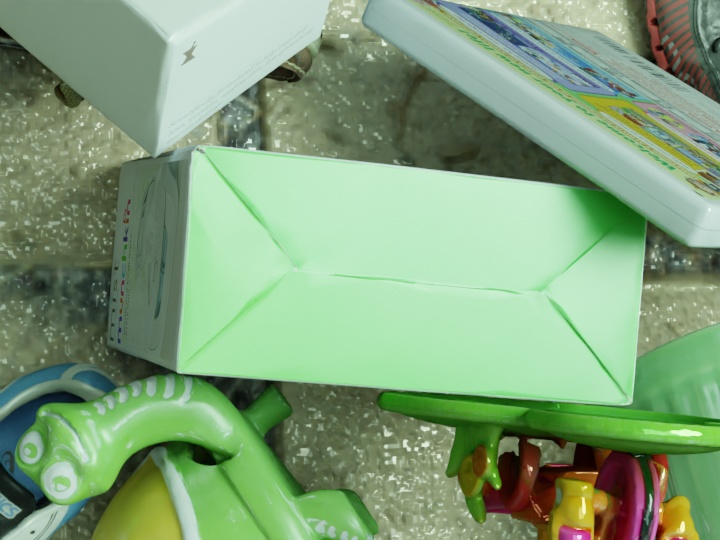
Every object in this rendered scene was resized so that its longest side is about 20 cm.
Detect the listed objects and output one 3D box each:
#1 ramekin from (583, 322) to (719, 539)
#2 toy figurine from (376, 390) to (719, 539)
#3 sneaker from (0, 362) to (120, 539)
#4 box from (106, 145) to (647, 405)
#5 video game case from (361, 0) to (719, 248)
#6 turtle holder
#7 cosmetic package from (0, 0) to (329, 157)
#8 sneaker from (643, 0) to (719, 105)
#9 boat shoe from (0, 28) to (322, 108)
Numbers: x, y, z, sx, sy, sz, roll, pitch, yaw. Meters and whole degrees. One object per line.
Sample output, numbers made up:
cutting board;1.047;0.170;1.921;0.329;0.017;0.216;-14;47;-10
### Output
ramekin;0.209;0.094;0.925;0.200;0.200;0.098;-2;65;-17
toy figurine;0.081;0.146;0.787;0.150;0.200;0.185;5;87;-16
sneaker;-0.181;0.116;0.879;0.072;0.072;0.200;43;74;0
box;0.000;0.000;0.889;0.200;0.176;0.097;5;89;-17
video game case;0.124;-0.066;0.899;0.182;0.200;0.022;1;120;-51
turtle holder;-0.059;0.132;0.865;0.132;0.186;0.141;-36;55;-1
cosmetic package;-0.115;-0.156;0.844;0.200;0.081;0.113;43;57;15
sneaker;0.208;-0.080;1.002;0.071;0.098;0.201;-24;92;-15
boat shoe;-0.121;-0.109;0.917;0.202;0.075;0.075;15;81;-4
